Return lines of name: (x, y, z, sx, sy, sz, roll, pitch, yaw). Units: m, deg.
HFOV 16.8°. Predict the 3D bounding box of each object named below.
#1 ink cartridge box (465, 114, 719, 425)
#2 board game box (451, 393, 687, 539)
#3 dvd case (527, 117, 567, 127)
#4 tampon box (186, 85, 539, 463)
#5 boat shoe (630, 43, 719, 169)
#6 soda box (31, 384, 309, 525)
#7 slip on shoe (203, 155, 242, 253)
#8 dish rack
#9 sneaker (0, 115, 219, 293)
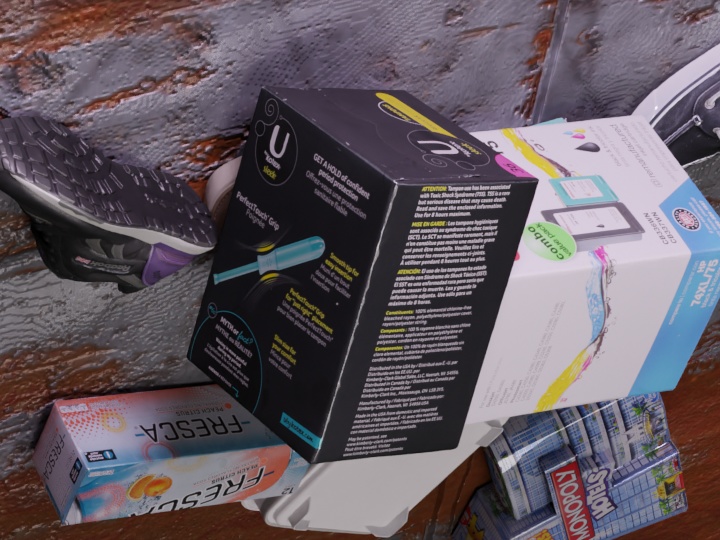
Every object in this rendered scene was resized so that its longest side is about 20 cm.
ink cartridge box: (0.127, -0.001, 1.697, 0.200, 0.147, 0.146, -8, 137, -29)
board game box: (0.169, 0.179, 2.057, 0.200, 0.062, 0.200, -28, 145, -6)
dvd case: (0.076, -0.019, 1.784, 0.146, 0.022, 0.200, -16, 143, -20)
tampon box: (0.000, 0.000, 1.574, 0.126, 0.150, 0.200, -3, 119, -40)
boat shoe: (0.271, -0.117, 1.763, 0.200, 0.068, 0.072, -38, 144, 9)
soda box: (-0.132, 0.130, 1.771, 0.200, 0.068, 0.064, -5, 137, -33)
slip on shoe: (-0.060, -0.001, 1.672, 0.076, 0.061, 0.200, -21, 144, -14)
dish rack: (0.021, 0.147, 1.912, 0.171, 0.044, 0.200, 12, 131, -46)
sneaker: (-0.182, -0.028, 1.545, 0.088, 0.076, 0.200, -38, 144, 21)
